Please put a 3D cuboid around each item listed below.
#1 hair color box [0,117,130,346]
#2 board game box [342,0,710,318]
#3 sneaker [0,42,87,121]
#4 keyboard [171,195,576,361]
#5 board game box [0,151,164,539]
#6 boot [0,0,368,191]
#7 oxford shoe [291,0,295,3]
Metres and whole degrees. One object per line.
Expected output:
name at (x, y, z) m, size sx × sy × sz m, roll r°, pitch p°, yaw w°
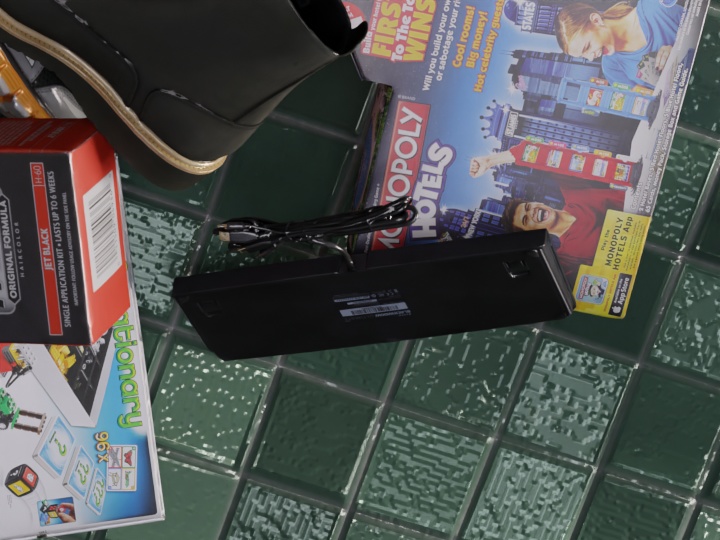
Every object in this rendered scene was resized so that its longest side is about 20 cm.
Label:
hair color box at (-0.219, -0.020, 1.458) m, size 0.199 × 0.061 × 0.102 m, roll 0°, pitch 109°, yaw 17°
board game box at (0.061, -0.095, 1.519) m, size 0.198 × 0.062 × 0.201 m, roll 12°, pitch 107°, yaw -8°
sneaker at (-0.183, -0.148, 1.469) m, size 0.077 × 0.078 × 0.201 m, roll -39°, pitch 115°, yaw -17°
keyboard at (0.000, 0.000, 1.501) m, size 0.199 × 0.021 × 0.127 m, roll -8°, pitch 147°, yaw 15°
board game box at (-0.175, 0.040, 1.539) m, size 0.125 × 0.035 × 0.201 m, roll -7°, pitch 106°, yaw -5°
boot at (-0.102, -0.145, 1.388) m, size 0.200 × 0.078 × 0.138 m, roll 42°, pitch 131°, yaw -19°
oxford shoe at (-0.072, -0.130, 1.456) m, size 0.072 × 0.071 × 0.200 m, roll 27°, pitch 127°, yaw -10°
